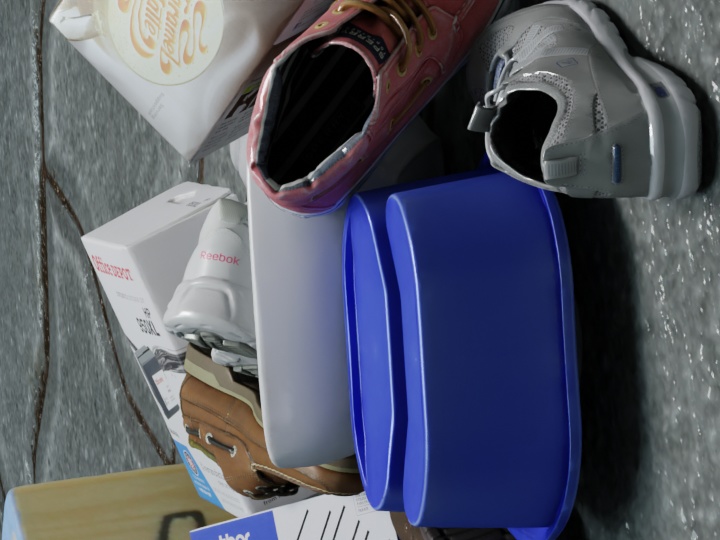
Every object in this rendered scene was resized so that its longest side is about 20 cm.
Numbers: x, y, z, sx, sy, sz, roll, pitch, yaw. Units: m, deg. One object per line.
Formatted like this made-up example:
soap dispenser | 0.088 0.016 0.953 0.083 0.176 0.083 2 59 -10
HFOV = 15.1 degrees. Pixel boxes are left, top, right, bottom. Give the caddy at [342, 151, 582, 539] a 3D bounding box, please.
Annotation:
caddy | 0.060 0.038 1.326 0.141 0.105 0.201 -172 78 -73

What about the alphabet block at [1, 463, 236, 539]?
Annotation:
alphabet block | -0.135 0.265 1.867 0.196 0.200 0.197 104 153 -46

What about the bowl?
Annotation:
bowl | 0.000 0.000 1.464 0.200 0.074 0.201 -39 -52 -73

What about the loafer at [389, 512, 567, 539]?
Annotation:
loafer | 0.063 0.142 1.435 0.200 0.073 0.071 -126 24 -67

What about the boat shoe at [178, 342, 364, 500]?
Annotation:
boat shoe | -0.046 0.102 1.594 0.200 0.072 0.068 33 116 60

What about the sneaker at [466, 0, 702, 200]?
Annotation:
sneaker | 0.083 -0.081 1.249 0.200 0.082 0.075 -144 50 -67

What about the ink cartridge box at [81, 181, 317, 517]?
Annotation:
ink cartridge box | -0.093 0.051 1.754 0.200 0.084 0.145 66 165 -10

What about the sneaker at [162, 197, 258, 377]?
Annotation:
sneaker | -0.048 0.009 1.541 0.200 0.078 0.100 49 -126 -75

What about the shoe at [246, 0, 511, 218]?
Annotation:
shoe | 0.015 -0.113 1.318 0.200 0.071 0.091 -55 -5 2

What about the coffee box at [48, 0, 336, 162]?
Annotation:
coffee box | -0.058 -0.170 1.393 0.114 0.080 0.200 45 125 8

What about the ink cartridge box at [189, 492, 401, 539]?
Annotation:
ink cartridge box | -0.020 0.182 1.609 0.200 0.044 0.094 -20 81 50

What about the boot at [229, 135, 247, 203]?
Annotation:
boot | -0.045 -0.089 1.661 0.096 0.073 0.200 64 157 25
